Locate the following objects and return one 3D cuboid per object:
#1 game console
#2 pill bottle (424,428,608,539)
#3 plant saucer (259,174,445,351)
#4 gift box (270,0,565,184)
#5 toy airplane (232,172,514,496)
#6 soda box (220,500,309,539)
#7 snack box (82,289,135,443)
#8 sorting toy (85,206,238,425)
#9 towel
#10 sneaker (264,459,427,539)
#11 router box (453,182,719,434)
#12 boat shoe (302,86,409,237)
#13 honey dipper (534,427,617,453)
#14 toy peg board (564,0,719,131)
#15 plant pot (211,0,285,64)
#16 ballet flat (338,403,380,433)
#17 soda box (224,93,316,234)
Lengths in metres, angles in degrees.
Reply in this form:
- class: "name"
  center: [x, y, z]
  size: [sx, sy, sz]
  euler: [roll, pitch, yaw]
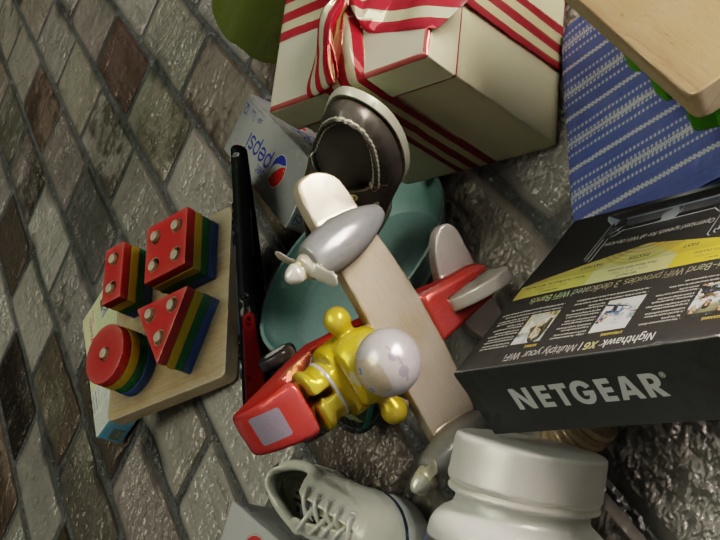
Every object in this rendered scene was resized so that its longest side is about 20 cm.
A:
- class: "game console"
  center: [-0.110, 0.011, 1.090]
  size: [0.178, 0.030, 0.203]
  euler: [88, 175, -54]
- class: "pill bottle"
  center: [0.088, 0.204, 0.687]
  size: [0.113, 0.112, 0.204]
  euler: [7, 88, 57]
- class: "plant saucer"
  center: [0.000, 0.000, 0.959]
  size: [0.198, 0.036, 0.202]
  euler: [-33, 31, 22]
- class: "gift box"
  center: [0.051, -0.194, 0.867]
  size: [0.198, 0.185, 0.188]
  euler: [-18, 60, 41]
- class: "toy airplane"
  center: [0.025, 0.052, 0.795]
  size: [0.141, 0.196, 0.203]
  euler: [-150, 75, -83]
- class: "soda box"
  center: [-0.051, 0.259, 0.938]
  size: [0.199, 0.063, 0.069]
  euler: [21, 92, 58]
- class: "snack box"
  center: [-0.295, 0.096, 1.409]
  size: [0.117, 0.037, 0.202]
  euler: [-51, 38, 27]
- class: "sorting toy"
  center: [-0.223, 0.044, 1.261]
  size: [0.198, 0.069, 0.202]
  euler: [-23, 56, 36]
- class: "towel"
  center: [0.196, -0.117, 0.786]
  size: [0.144, 0.024, 0.203]
  euler: [-32, 48, 48]
- class: "sneaker"
  center: [-0.018, 0.199, 0.898]
  size: [0.199, 0.070, 0.074]
  euler: [6, 80, 61]
- class: "router box"
  center: [0.168, 0.018, 0.654]
  size: [0.157, 0.053, 0.199]
  euler: [-46, 18, -32]
- class: "boat shoe"
  center: [-0.009, -0.060, 0.852]
  size: [0.061, 0.071, 0.202]
  euler: [-56, -12, -21]
- class: "honey dipper"
  center: [0.099, 0.160, 0.784]
  size: [0.201, 0.037, 0.038]
  euler: [-52, 37, 32]
- class: "toy peg board"
  center: [0.237, -0.170, 0.671]
  size: [0.198, 0.098, 0.201]
  euler: [-34, 40, 5]
- class: "plant pot"
  center: [-0.064, -0.311, 1.143]
  size: [0.190, 0.197, 0.203]
  euler: [131, 143, -52]
- class: "ballet flat"
  center: [-0.037, 0.081, 1.006]
  size: [0.075, 0.073, 0.200]
  euler: [-65, 29, 11]
- class: "soda box"
  center: [-0.069, -0.103, 1.137]
  size: [0.069, 0.063, 0.200]
  euler: [-62, 34, 14]
